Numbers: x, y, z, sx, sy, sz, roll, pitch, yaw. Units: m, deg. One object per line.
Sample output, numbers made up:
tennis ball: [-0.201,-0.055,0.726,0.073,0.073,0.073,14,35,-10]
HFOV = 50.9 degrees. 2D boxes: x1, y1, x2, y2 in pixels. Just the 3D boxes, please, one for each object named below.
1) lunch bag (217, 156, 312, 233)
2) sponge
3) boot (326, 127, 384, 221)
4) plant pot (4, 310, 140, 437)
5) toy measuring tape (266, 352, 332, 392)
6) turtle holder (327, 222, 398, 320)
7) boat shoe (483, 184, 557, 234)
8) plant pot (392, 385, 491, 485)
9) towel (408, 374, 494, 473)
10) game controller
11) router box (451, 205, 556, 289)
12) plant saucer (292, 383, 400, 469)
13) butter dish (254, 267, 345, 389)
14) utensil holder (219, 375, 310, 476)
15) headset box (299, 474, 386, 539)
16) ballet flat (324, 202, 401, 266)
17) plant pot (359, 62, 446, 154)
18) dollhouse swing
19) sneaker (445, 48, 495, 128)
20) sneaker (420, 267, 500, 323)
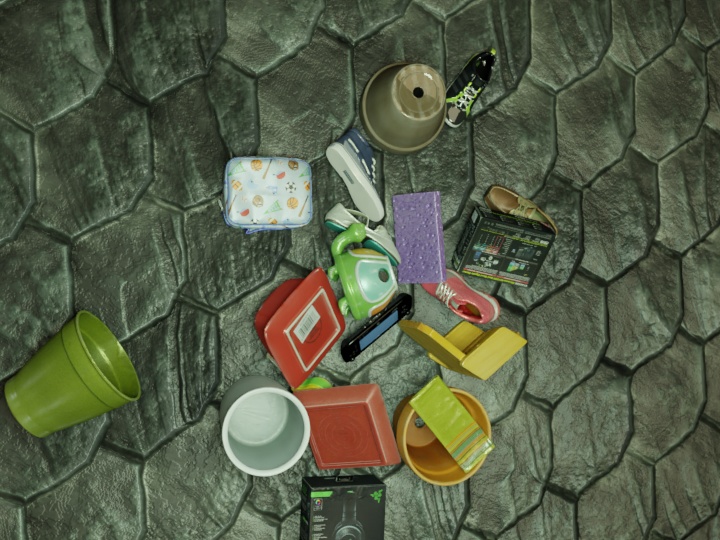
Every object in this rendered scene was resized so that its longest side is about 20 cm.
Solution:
lunch bag: [-0.201,-0.159,1.601,0.198,0.075,0.162,-1,93,-17]
sponge: [0.131,-0.072,1.687,0.030,0.111,0.203,-8,94,-58]
boot: [0.011,-0.212,1.669,0.090,0.072,0.201,-45,114,-31]
plant pot: [-0.560,0.213,1.447,0.192,0.200,0.202,-32,99,-2]
toy measuring tape: [-0.116,0.237,1.627,0.073,0.074,0.201,-41,101,-12]
turtle holder: [0.003,0.008,1.624,0.130,0.141,0.187,-18,63,2]
boat shoe: [0.384,-0.137,1.775,0.199,0.074,0.076,31,81,-15]
plant pot: [0.157,0.344,1.652,0.198,0.183,0.203,0,91,-16]
towel: [0.189,0.317,1.557,0.086,0.018,0.201,-41,101,-13]
game controller: [0.035,0.125,1.660,0.200,0.104,0.042,-39,78,-13]
router box: [0.326,-0.051,1.730,0.198,0.062,0.151,12,119,-16]
plant saucer: [-0.034,0.340,1.591,0.198,0.037,0.202,-8,111,21]
butter dish: [-0.149,0.107,1.586,0.200,0.147,0.201,-49,139,-29]
utensil holder: [-0.202,0.304,1.533,0.168,0.200,0.172,-1,92,-14]
headset box: [-0.039,0.542,1.641,0.172,0.093,0.203,4,89,-17]
ballet flat: [0.016,-0.085,1.674,0.199,0.069,0.070,31,82,-11]
plant pot: [0.105,-0.362,1.629,0.198,0.173,0.203,0,90,-9]
dollhouse swing: [0.216,0.131,1.661,0.181,0.200,0.176,-39,100,-13]
sneaker: [0.247,-0.423,1.728,0.071,0.083,0.201,29,83,-14]
sneaker: [0.213,0.055,1.679,0.199,0.087,0.074,29,114,20]
